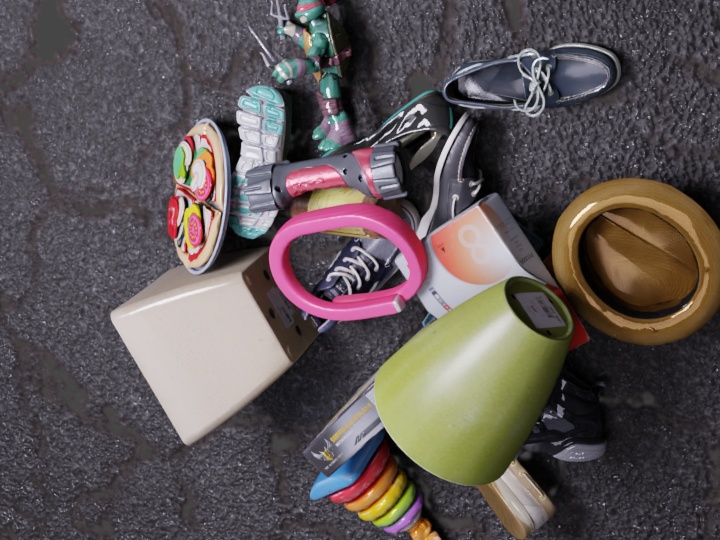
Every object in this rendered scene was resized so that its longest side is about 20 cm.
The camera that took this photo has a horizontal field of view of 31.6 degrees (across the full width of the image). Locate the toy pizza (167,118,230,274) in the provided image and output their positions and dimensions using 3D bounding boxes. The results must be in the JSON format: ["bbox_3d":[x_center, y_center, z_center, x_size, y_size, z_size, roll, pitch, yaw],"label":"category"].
[{"bbox_3d":[-0.213,-0.095,1.631,0.200,0.032,0.201,-13,75,63],"label":"toy pizza"}]

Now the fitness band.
[{"bbox_3d":[-0.017,-0.009,1.510,0.200,0.037,0.144,-9,120,32],"label":"fitness band"}]

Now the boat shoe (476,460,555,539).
[{"bbox_3d":[0.176,0.246,1.633,0.200,0.069,0.074,57,159,19],"label":"boat shoe"}]

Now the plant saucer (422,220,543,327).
[{"bbox_3d":[0.151,0.015,1.575,0.070,0.019,0.200,37,123,9],"label":"plant saucer"}]

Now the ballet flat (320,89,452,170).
[{"bbox_3d":[0.029,-0.143,1.529,0.200,0.068,0.069,-30,71,34],"label":"ballet flat"}]

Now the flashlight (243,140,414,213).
[{"bbox_3d":[-0.040,-0.104,1.496,0.200,0.068,0.068,-10,99,21],"label":"flashlight"}]

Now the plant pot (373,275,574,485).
[{"bbox_3d":[0.143,0.104,1.417,0.187,0.187,0.200,40,125,6],"label":"plant pot"}]

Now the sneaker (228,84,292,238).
[{"bbox_3d":[-0.118,-0.138,1.599,0.077,0.091,0.200,17,111,10],"label":"sneaker"}]

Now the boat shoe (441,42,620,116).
[{"bbox_3d":[0.189,-0.213,1.426,0.200,0.062,0.075,4,111,25],"label":"boat shoe"}]

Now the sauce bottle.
[{"bbox_3d":[-0.041,-0.078,1.586,0.200,0.066,0.066,9,117,40],"label":"sauce bottle"}]

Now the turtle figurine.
[{"bbox_3d":[-0.057,-0.248,1.501,0.100,0.150,0.200,-13,112,14],"label":"turtle figurine"}]

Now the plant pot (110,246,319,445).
[{"bbox_3d":[-0.171,0.077,1.676,0.177,0.200,0.200,-26,98,21],"label":"plant pot"}]

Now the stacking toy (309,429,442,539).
[{"bbox_3d":[0.043,0.315,1.725,0.200,0.110,0.116,44,140,-10],"label":"stacking toy"}]

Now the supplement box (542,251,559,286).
[{"bbox_3d":[0.202,0.063,1.541,0.067,0.069,0.200,41,127,8],"label":"supplement box"}]

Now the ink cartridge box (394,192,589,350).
[{"bbox_3d":[0.148,0.032,1.477,0.162,0.050,0.200,-34,86,46],"label":"ink cartridge box"}]

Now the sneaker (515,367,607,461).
[{"bbox_3d":[0.206,0.171,1.563,0.199,0.076,0.114,2,106,-3],"label":"sneaker"}]

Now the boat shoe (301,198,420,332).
[{"bbox_3d":[0.000,0.000,1.600,0.075,0.093,0.200,38,124,7],"label":"boat shoe"}]

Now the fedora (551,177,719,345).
[{"bbox_3d":[0.316,-0.017,1.430,0.200,0.082,0.201,6,110,16],"label":"fedora"}]

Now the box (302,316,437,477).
[{"bbox_3d":[0.028,0.157,1.606,0.048,0.158,0.200,44,131,0],"label":"box"}]

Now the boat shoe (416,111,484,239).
[{"bbox_3d":[0.117,-0.093,1.511,0.060,0.074,0.200,25,124,15],"label":"boat shoe"}]
